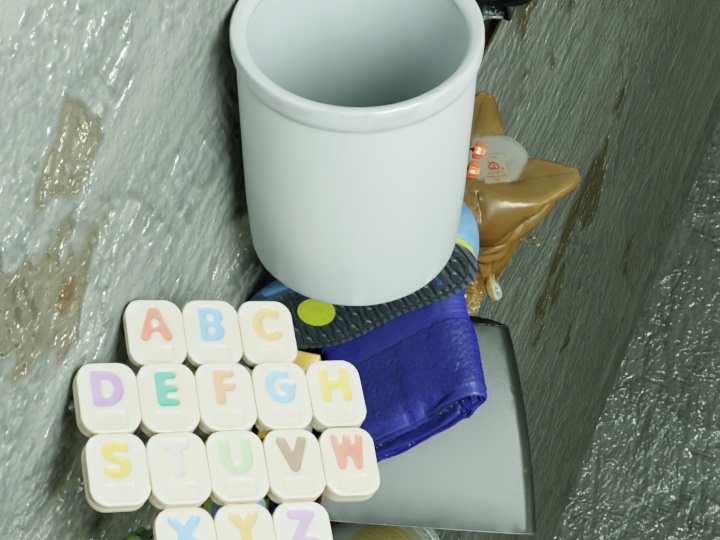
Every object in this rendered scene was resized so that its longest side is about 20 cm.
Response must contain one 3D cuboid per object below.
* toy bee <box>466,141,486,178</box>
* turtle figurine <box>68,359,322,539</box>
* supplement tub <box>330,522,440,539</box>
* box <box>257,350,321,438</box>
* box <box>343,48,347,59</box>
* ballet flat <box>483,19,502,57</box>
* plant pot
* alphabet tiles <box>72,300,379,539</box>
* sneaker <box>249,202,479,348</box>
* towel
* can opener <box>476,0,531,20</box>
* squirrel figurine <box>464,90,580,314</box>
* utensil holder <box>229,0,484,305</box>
[{"bbox_3d":[0.049,-0.114,1.364,0.200,0.109,0.131,-44,146,-55],"label":"toy bee"},{"bbox_3d":[-0.132,0.128,1.135,0.194,0.200,0.144,-93,170,-79],"label":"turtle figurine"},{"bbox_3d":[-0.001,0.321,1.604,0.200,0.145,0.146,-19,127,-67],"label":"supplement tub"},{"bbox_3d":[-0.059,0.135,1.323,0.200,0.041,0.119,81,20,-80],"label":"box"},{"bbox_3d":[-0.016,-0.245,1.145,0.041,0.039,0.200,-55,157,-43],"label":"box"},{"bbox_3d":[0.107,-0.214,1.481,0.067,0.046,0.200,84,21,-45],"label":"ballet flat"},{"bbox_3d":[0.051,0.127,1.441,0.200,0.199,0.178,-148,-118,-86],"label":"plant pot"},{"bbox_3d":[-0.086,0.107,1.056,0.015,0.200,0.196,128,-43,-54],"label":"alphabet tiles"},{"bbox_3d":[0.000,0.000,1.265,0.066,0.200,0.078,56,20,-38],"label":"sneaker"},{"bbox_3d":[0.032,0.046,1.308,0.050,0.148,0.200,25,46,-45],"label":"towel"},{"bbox_3d":[0.103,-0.232,1.309,0.200,0.063,0.079,-99,180,-78],"label":"can opener"},{"bbox_3d":[0.107,-0.041,1.626,0.200,0.141,0.187,-43,161,-29],"label":"squirrel figurine"},{"bbox_3d":[-0.005,-0.097,1.133,0.170,0.170,0.200,-57,161,-36],"label":"utensil holder"}]
